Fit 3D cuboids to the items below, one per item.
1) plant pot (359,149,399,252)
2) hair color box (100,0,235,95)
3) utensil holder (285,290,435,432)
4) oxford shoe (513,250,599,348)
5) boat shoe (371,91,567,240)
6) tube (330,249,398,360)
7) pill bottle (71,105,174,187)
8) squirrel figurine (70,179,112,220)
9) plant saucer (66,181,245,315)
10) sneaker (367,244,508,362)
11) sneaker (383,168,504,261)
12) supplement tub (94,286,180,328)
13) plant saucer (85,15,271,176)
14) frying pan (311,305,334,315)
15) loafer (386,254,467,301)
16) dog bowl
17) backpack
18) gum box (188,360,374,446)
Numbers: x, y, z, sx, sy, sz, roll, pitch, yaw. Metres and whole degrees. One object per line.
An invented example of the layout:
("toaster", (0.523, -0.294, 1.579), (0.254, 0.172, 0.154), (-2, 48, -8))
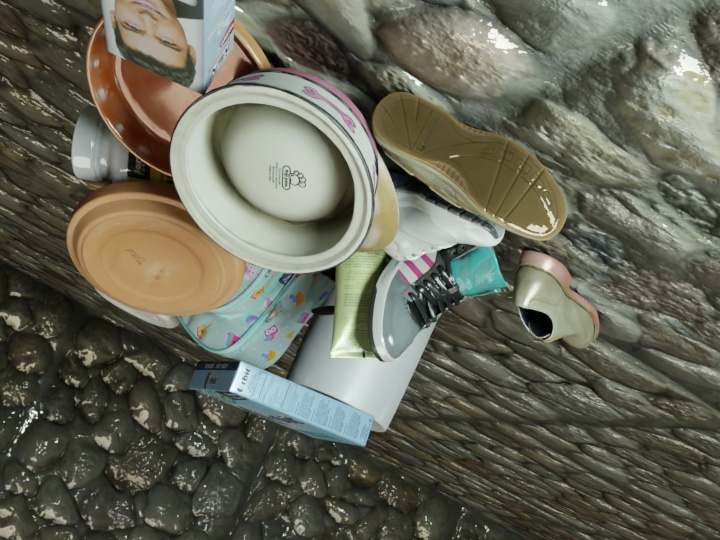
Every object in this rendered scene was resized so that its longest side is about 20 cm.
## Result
("plant pot", (-0.041, -0.098, 1.099), (0.200, 0.027, 0.201), (36, 149, 27))
("hair color box", (-0.158, -0.237, 0.883), (0.099, 0.061, 0.200), (25, 156, 3))
("utensil holder", (0.005, 0.100, 1.498), (0.169, 0.201, 0.170), (23, 163, 7))
("oxford shoe", (0.219, 0.052, 1.245), (0.071, 0.074, 0.200), (12, 159, 39))
("boat shoe", (0.098, -0.092, 0.991), (0.199, 0.072, 0.065), (31, 170, 3))
("tube", (0.000, 0.000, 1.185), (0.058, 0.201, 0.052), (-11, 160, 24))
("pill bottle", (-0.210, -0.126, 1.192), (0.199, 0.112, 0.111), (9, 163, 3))
("squirrel figurine", (-0.232, -0.084, 1.306), (0.199, 0.187, 0.142), (19, 155, 5))
("plant saucer", (-0.227, -0.015, 1.196), (0.199, 0.032, 0.201), (4, 137, 4))
("sneaker", (0.092, 0.016, 1.146), (0.120, 0.201, 0.084), (-4, 133, 33))
("sneaker", (0.067, -0.049, 1.106), (0.074, 0.088, 0.199), (-17, -155, -40))
("supplement tub", (-0.265, -0.035, 1.480), (0.131, 0.201, 0.132), (24, 165, 7))
("plant saucer", (-0.170, -0.177, 1.046), (0.199, 0.032, 0.201), (11, 129, 14))
("frying pan", (0.019, 0.039, 1.276), (0.114, 0.031, 0.190), (-11, -170, -18))
("loafer", (0.052, -0.026, 1.272), (0.199, 0.072, 0.063), (30, 159, -5))
("dog bowl", (-0.072, -0.098, 0.998), (0.199, 0.074, 0.201), (11, 129, 14))
("backpack", (-0.144, 0.018, 1.378), (0.176, 0.201, 0.153), (38, -170, 38))
("gum box", (-0.107, 0.173, 1.419), (0.199, 0.045, 0.170), (26, 165, -22))
